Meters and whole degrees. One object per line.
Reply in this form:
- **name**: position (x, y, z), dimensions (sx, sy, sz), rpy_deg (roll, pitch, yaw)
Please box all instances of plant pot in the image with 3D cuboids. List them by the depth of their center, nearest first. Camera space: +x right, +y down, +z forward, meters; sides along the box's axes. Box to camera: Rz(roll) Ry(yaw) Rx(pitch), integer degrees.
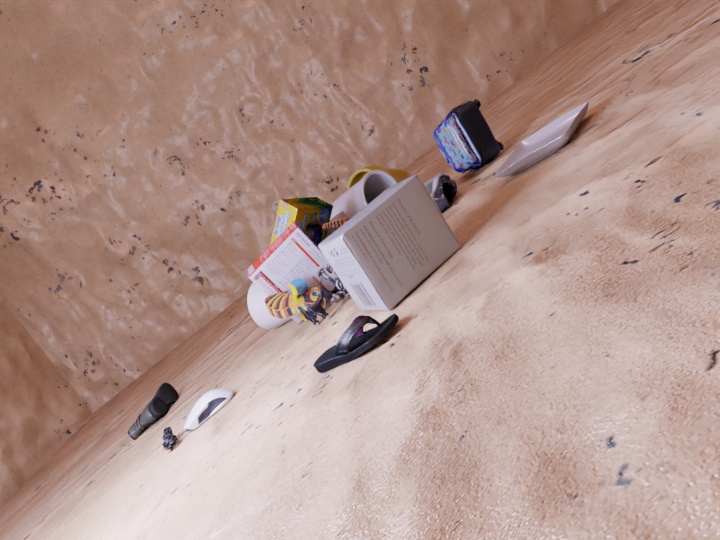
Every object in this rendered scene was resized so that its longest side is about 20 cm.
- **plant pot**: position (0.083, -0.258, 2.158), dimensions (0.186, 0.206, 0.199), rpy_deg (-23, -2, -42)

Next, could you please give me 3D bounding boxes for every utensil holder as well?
- **utensil holder**: position (0.017, -0.193, 1.998), dimensions (0.198, 0.172, 0.170), rpy_deg (-27, 13, 50)

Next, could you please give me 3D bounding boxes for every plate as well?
- **plate**: position (0.416, -0.288, 1.450), dimensions (0.198, 0.033, 0.200), rpy_deg (-29, 14, 45)

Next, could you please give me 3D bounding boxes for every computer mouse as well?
- **computer mouse**: position (-0.378, 0.330, 1.471), dimensions (0.198, 0.044, 0.110), rpy_deg (-40, 8, -9)

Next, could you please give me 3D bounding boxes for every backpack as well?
- **backpack**: position (0.296, -0.374, 1.871), dimensions (0.133, 0.186, 0.199), rpy_deg (-32, 4, -17)

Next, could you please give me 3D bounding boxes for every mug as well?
- **mug**: position (-0.214, 0.067, 1.835), dimensions (0.151, 0.151, 0.188), rpy_deg (-18, 27, 41)

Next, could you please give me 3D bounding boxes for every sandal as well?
- **sandal**: position (-0.018, 0.118, 1.090), dimensions (0.198, 0.048, 0.075), rpy_deg (-33, 10, 35)

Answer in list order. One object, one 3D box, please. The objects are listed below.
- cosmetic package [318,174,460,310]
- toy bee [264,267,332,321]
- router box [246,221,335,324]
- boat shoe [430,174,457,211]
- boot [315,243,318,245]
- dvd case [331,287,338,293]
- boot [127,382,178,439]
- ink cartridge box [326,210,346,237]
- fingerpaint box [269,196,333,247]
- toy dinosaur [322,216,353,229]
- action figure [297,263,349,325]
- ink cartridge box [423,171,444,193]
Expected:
- **cosmetic package**: position (0.053, -0.048, 1.256), dimensions (0.199, 0.168, 0.167), rpy_deg (-39, 9, -19)
- **toy bee**: position (-0.139, 0.069, 1.600), dimensions (0.199, 0.131, 0.110), rpy_deg (-39, 48, 7)
- **router box**: position (-0.167, 0.009, 1.663), dimensions (0.179, 0.200, 0.049), rpy_deg (-43, 30, 1)
- **boat shoe**: position (0.228, -0.213, 1.712), dimensions (0.065, 0.071, 0.201), rpy_deg (-23, 16, 28)
- **boot**: position (-0.116, -0.013, 1.794), dimensions (0.201, 0.071, 0.078), rpy_deg (60, -137, -63)
- **dvd case**: position (0.000, 0.000, 1.707), dimensions (0.198, 0.016, 0.149), rpy_deg (-30, 13, 42)
- **boot**: position (-0.642, 0.429, 1.965), dimensions (0.130, 0.068, 0.200), rpy_deg (-42, 7, 10)
- **ink cartridge box**: position (-0.095, -0.057, 1.942), dimensions (0.198, 0.147, 0.084), rpy_deg (-35, 10, 16)
- **fingerpaint box**: position (-0.169, -0.092, 1.775), dimensions (0.165, 0.072, 0.206), rpy_deg (-13, -57, -55)
- **toy dinosaur**: position (-0.007, -0.092, 1.678), dimensions (0.193, 0.141, 0.102), rpy_deg (4, -14, -8)
- **action figure**: position (-0.062, 0.031, 1.532), dimensions (0.200, 0.102, 0.119), rpy_deg (-43, 0, -23)
- **ink cartridge box**: position (0.164, -0.196, 1.864), dimensions (0.198, 0.068, 0.117), rpy_deg (-28, 14, 50)
